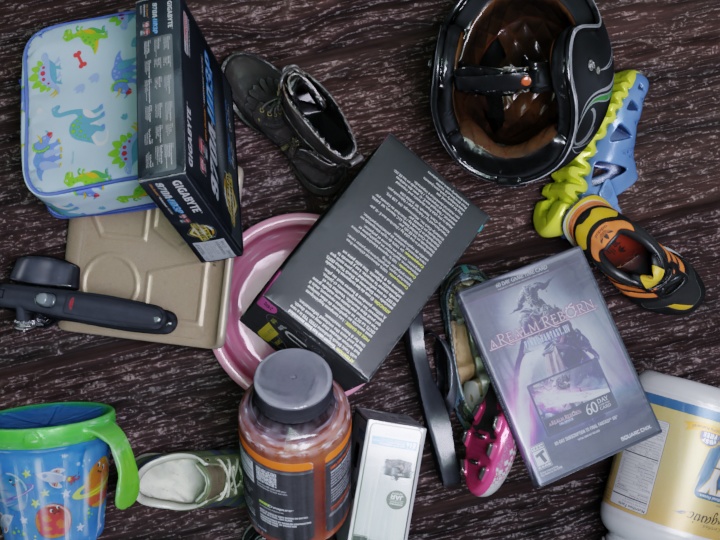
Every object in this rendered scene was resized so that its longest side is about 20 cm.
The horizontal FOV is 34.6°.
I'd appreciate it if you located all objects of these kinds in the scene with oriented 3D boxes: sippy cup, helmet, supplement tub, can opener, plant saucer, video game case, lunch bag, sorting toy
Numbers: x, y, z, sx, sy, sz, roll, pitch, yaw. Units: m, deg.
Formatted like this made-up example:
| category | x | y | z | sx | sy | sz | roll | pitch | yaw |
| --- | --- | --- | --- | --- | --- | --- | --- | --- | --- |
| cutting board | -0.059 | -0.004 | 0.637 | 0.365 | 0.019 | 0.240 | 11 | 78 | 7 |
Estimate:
| category | x | y | z | sx | sy | sz | roll | pitch | yaw |
| --- | --- | --- | --- | --- | --- | --- | --- | --- | --- |
| sippy cup | -0.309 | 0.207 | 1.153 | 0.139 | 0.178 | 0.131 | -5 | 96 | -28 |
| helmet | 0.163 | -0.197 | 1.161 | 0.199 | 0.191 | 0.200 | 10 | 126 | 15 |
| supplement tub | 0.330 | 0.215 | 1.188 | 0.144 | 0.145 | 0.201 | 15 | 88 | -4 |
| can opener | -0.277 | 0.034 | 1.149 | 0.199 | 0.063 | 0.079 | 11 | 90 | 22 |
| plant saucer | -0.062 | 0.041 | 1.212 | 0.200 | 0.051 | 0.201 | 0 | 88 | -4 |
| supplement tub | -0.060 | 0.164 | 1.082 | 0.107 | 0.200 | 0.107 | 1 | 45 | -1 |
| video game case | 0.192 | 0.090 | 1.125 | 0.143 | 0.019 | 0.200 | -20 | 82 | -18 |
| lunch bag | -0.258 | -0.155 | 1.154 | 0.160 | 0.082 | 0.201 | -10 | 68 | 6 |
| sorting toy | -0.214 | -0.021 | 1.185 | 0.199 | 0.036 | 0.186 | 6 | 88 | 20 |

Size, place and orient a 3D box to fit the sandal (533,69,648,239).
| category | x | y | z | sx | sy | sz | roll | pitch | yaw |
| --- | --- | --- | --- | --- | --- | --- | --- | --- | --- |
| sandal | 0.258 | -0.116 | 1.229 | 0.087 | 0.079 | 0.200 | 24 | 92 | -16 |

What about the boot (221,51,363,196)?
| category | x | y | z | sx | sy | sz | roll | pitch | yaw |
| --- | --- | --- | --- | --- | --- | --- | --- | --- | --- |
| boot | -0.067 | -0.165 | 1.145 | 0.069 | 0.174 | 0.200 | -41 | 84 | -10 |

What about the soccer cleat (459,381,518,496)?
| category | x | y | z | sx | sy | sz | roll | pitch | yaw |
| --- | --- | --- | --- | --- | --- | --- | --- | --- | --- |
| soccer cleat | 0.160 | 0.131 | 1.153 | 0.086 | 0.070 | 0.201 | 17 | 80 | -23 |

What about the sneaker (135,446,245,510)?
| category | x | y | z | sx | sy | sz | roll | pitch | yaw |
| --- | --- | --- | --- | --- | --- | --- | --- | --- | --- |
| sneaker | -0.144 | 0.216 | 1.183 | 0.200 | 0.090 | 0.067 | -2 | 88 | -4 |

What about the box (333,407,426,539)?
| category | x | y | z | sx | sy | sz | roll | pitch | yaw |
| --- | --- | --- | --- | --- | --- | --- | --- | --- | --- |
| box | 0.013 | 0.248 | 1.180 | 0.060 | 0.117 | 0.201 | 10 | 89 | -6 |

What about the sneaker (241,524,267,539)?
| category | x | y | z | sx | sy | sz | roll | pitch | yaw |
| --- | --- | --- | --- | --- | --- | --- | --- | --- | --- |
| sneaker | -0.068 | 0.356 | 1.175 | 0.073 | 0.112 | 0.200 | -28 | 91 | -3 |

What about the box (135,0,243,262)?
| category | x | y | z | sx | sy | sz | roll | pitch | yaw |
| --- | --- | --- | --- | --- | --- | --- | --- | --- | --- |
| box | -0.158 | -0.130 | 1.076 | 0.046 | 0.159 | 0.200 | -11 | 62 | 9 |

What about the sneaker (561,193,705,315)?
| category | x | y | z | sx | sy | sz | roll | pitch | yaw |
| --- | --- | --- | --- | --- | --- | --- | --- | --- | --- |
| sneaker | 0.293 | 0.003 | 1.188 | 0.200 | 0.090 | 0.070 | 34 | 104 | -28 |

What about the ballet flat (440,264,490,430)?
| category | x | y | z | sx | sy | sz | roll | pitch | yaw |
| --- | --- | --- | --- | --- | --- | --- | --- | --- | --- |
| ballet flat | 0.124 | 0.093 | 1.215 | 0.074 | 0.074 | 0.201 | -15 | 90 | -4 |

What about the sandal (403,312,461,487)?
| category | x | y | z | sx | sy | sz | roll | pitch | yaw |
| --- | --- | --- | --- | --- | --- | --- | --- | --- | --- |
| sandal | 0.081 | 0.125 | 1.212 | 0.043 | 0.076 | 0.201 | -15 | 101 | -3 |

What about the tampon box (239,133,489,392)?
| category | x | y | z | sx | sy | sz | roll | pitch | yaw |
| --- | --- | --- | --- | --- | --- | --- | --- | --- | --- |
| tampon box | 0.000 | 0.000 | 1.106 | 0.126 | 0.150 | 0.200 | 39 | 72 | -3 |
